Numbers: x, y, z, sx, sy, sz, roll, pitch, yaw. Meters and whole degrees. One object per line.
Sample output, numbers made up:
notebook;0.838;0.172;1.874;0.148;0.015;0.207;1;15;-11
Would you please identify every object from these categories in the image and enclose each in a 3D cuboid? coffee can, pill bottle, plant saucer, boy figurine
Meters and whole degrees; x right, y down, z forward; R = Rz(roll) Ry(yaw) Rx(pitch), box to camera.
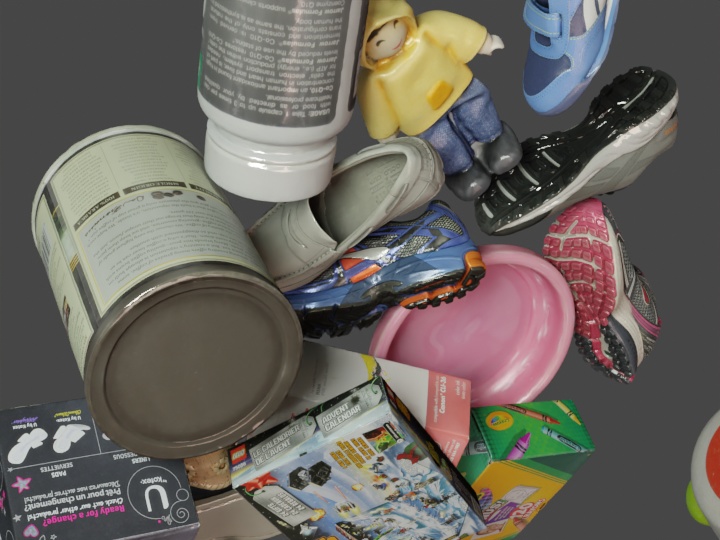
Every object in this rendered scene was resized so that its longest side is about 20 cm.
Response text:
coffee can;-0.140;0.009;0.912;0.144;0.201;0.148;-13;128;-17
pill bottle;-0.054;-0.157;0.897;0.111;0.113;0.203;-5;124;-23
plant saucer;0.093;0.058;1.161;0.198;0.051;0.203;-14;128;-18
boy figurine;0.052;-0.145;0.993;0.124;0.065;0.200;-37;133;6

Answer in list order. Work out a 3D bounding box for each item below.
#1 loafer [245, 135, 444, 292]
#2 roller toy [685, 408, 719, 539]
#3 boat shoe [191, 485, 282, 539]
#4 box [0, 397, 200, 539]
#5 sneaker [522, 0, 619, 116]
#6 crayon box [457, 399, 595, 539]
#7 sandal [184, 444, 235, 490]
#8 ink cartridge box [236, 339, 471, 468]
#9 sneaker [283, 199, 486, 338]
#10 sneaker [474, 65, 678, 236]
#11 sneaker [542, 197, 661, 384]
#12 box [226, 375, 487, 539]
loafer;-0.030;-0.041;0.991;0.199;0.071;0.070;-33;165;20
roller toy;0.442;0.217;1.357;0.199;0.183;0.140;-38;130;3
boat shoe;-0.126;0.203;1.144;0.197;0.062;0.076;-16;130;-13
box;-0.206;0.191;0.963;0.130;0.116;0.201;-7;147;-24
sneaker;0.153;-0.217;0.990;0.081;0.074;0.203;5;112;-27
crayon box;0.115;0.200;1.222;0.117;0.059;0.201;-1;142;-30
sandal;-0.124;0.141;1.032;0.077;0.070;0.212;-30;170;-35
ink cartridge box;-0.017;0.128;1.102;0.197;0.068;0.117;14;132;-7
sneaker;0.000;0.000;1.065;0.197;0.080;0.076;-14;156;2
sneaker;0.186;-0.083;1.097;0.199;0.074;0.080;-32;136;-3
sneaker;0.221;0.009;1.183;0.075;0.080;0.201;-46;137;-24
box;0.001;0.174;1.038;0.136;0.040;0.201;-26;136;10
